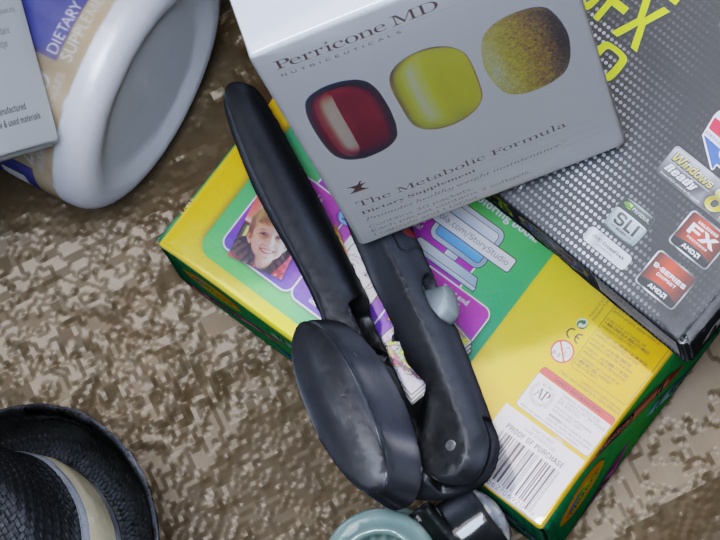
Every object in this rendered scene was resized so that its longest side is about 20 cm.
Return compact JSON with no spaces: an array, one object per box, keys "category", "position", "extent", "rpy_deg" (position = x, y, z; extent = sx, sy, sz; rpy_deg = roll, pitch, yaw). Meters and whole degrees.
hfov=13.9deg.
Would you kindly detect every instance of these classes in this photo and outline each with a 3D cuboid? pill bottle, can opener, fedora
[{"category":"pill bottle","position":[-0.168,-0.116,1.224],"extent":[0.199,0.116,0.116],"rpy_deg":[26,80,14]},{"category":"can opener","position":[0.000,0.000,1.141],"extent":[0.063,0.079,0.201],"rpy_deg":[-23,65,10]},{"category":"fedora","position":[-0.174,0.130,1.137],"extent":[0.200,0.092,0.201],"rpy_deg":[-17,57,28]}]

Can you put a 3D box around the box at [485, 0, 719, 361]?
[{"category":"box","position":[0.102,-0.089,1.153],"extent":[0.200,0.044,0.160],"rpy_deg":[41,88,14]}]

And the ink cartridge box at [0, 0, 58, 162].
[{"category":"ink cartridge box","position":[-0.219,-0.123,1.134],"extent":[0.145,0.083,0.201],"rpy_deg":[-14,94,21]}]

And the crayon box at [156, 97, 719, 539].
[{"category":"crayon box","position":[0.032,0.005,1.196],"extent":[0.200,0.058,0.119],"rpy_deg":[36,82,14]}]

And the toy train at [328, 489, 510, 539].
[{"category":"toy train","position":[-0.010,0.173,1.144],"extent":[0.200,0.085,0.114],"rpy_deg":[-38,83,1]}]

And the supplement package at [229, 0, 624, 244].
[{"category":"supplement package","position":[0.015,-0.104,1.040],"extent":[0.113,0.200,0.110],"rpy_deg":[-21,70,5]}]
